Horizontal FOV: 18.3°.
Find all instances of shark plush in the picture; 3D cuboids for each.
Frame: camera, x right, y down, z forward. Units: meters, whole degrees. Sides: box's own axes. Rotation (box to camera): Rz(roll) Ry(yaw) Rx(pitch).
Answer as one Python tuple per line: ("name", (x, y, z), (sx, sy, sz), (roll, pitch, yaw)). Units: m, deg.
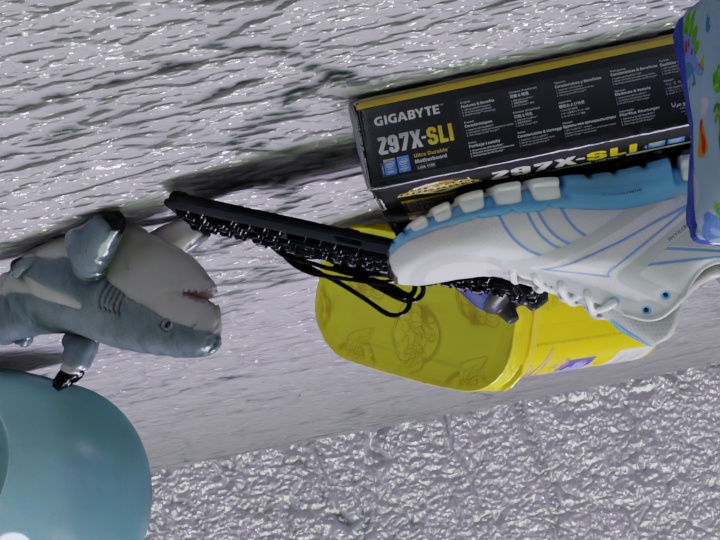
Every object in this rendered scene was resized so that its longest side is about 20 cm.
("shark plush", (-0.166, 0.026, 1.234), (0.199, 0.084, 0.091), (-14, 172, 20))

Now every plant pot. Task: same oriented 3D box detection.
("plant pot", (-0.282, 0.163, 1.700), (0.200, 0.202, 0.161), (-13, 159, 17))

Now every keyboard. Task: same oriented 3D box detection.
("keyboard", (0.000, 0.000, 1.166), (0.199, 0.040, 0.104), (13, 178, 12))

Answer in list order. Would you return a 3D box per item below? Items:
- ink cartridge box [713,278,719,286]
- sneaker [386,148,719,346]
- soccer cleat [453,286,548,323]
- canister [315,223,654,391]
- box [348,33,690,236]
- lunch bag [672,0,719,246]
("ink cartridge box", (0.252, 0.031, 1.200), (0.044, 0.174, 0.200), (-43, 166, 13))
("sneaker", (0.112, -0.004, 1.064), (0.199, 0.087, 0.075), (-10, 174, 7))
("soccer cleat", (0.106, -0.034, 1.300), (0.065, 0.084, 0.200), (-51, 168, 33))
("canister", (0.088, 0.018, 1.416), (0.148, 0.087, 0.200), (13, -170, 34))
("box", (0.103, -0.065, 1.090), (0.199, 0.050, 0.160), (-11, 170, 5))
("lunch bag", (0.240, -0.081, 0.885), (0.199, 0.128, 0.170), (0, 171, -5))
